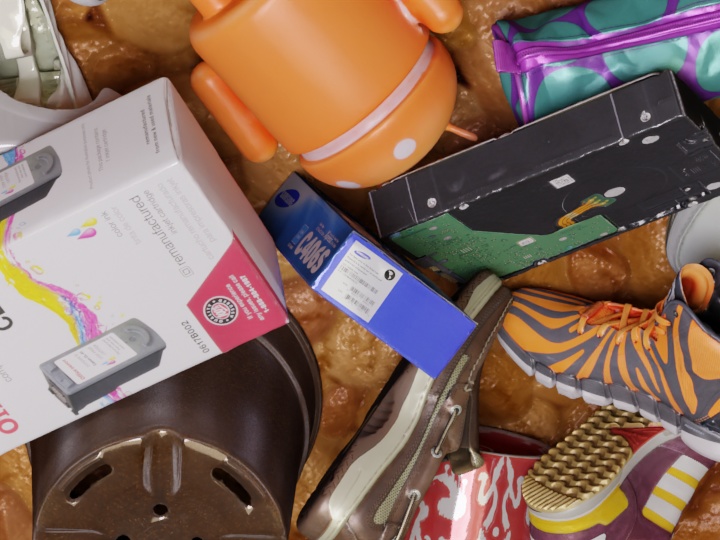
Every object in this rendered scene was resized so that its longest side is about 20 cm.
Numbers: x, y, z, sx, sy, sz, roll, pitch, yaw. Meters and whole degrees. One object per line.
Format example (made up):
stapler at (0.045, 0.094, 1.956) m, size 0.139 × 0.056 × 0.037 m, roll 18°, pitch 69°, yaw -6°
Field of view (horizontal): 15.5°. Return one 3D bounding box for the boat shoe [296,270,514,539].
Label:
boat shoe at (0.044, 0.097, 1.617) m, size 0.075 × 0.075 × 0.203 m, roll 36°, pitch 75°, yaw -3°

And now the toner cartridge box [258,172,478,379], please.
toner cartridge box at (0.000, 0.000, 1.581) m, size 0.095 × 0.200 × 0.043 m, roll 38°, pitch 92°, yaw -17°

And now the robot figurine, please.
robot figurine at (-0.021, -0.131, 1.570) m, size 0.144 × 0.117 × 0.200 m, roll -46°, pitch 109°, yaw -10°

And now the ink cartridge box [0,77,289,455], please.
ink cartridge box at (-0.162, 0.001, 1.526) m, size 0.200 × 0.086 × 0.148 m, roll -26°, pitch 131°, yaw 9°

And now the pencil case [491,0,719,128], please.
pencil case at (0.181, -0.136, 1.588) m, size 0.199 × 0.092 × 0.085 m, roll -16°, pitch 75°, yaw 6°

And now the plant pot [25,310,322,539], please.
plant pot at (-0.119, 0.123, 1.633) m, size 0.200 × 0.198 × 0.201 m, roll -1°, pitch 113°, yaw -3°

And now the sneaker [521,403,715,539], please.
sneaker at (0.180, 0.132, 1.680) m, size 0.200 × 0.075 × 0.090 m, roll -30°, pitch 122°, yaw -32°

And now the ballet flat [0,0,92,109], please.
ballet flat at (-0.205, -0.126, 1.594) m, size 0.069 × 0.069 × 0.201 m, roll -12°, pitch 114°, yaw 3°

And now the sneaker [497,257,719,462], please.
sneaker at (0.177, 0.031, 1.630) m, size 0.200 × 0.078 × 0.112 m, roll 22°, pitch 134°, yaw 22°

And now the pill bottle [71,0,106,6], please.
pill bottle at (-0.115, -0.251, 1.517) m, size 0.200 × 0.112 × 0.112 m, roll -37°, pitch 110°, yaw 13°

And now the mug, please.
mug at (0.062, 0.202, 1.716) m, size 0.133 × 0.177 × 0.201 m, roll 11°, pitch 97°, yaw 14°

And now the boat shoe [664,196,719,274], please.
boat shoe at (0.263, -0.062, 1.637) m, size 0.075 × 0.068 × 0.200 m, roll 33°, pitch 110°, yaw -18°

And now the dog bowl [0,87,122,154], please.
dog bowl at (-0.213, -0.034, 1.594) m, size 0.199 × 0.059 × 0.200 m, roll -5°, pitch 138°, yaw -4°

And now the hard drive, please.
hard drive at (0.121, -0.051, 1.594) m, size 0.200 × 0.038 × 0.140 m, roll -23°, pitch 157°, yaw 19°
